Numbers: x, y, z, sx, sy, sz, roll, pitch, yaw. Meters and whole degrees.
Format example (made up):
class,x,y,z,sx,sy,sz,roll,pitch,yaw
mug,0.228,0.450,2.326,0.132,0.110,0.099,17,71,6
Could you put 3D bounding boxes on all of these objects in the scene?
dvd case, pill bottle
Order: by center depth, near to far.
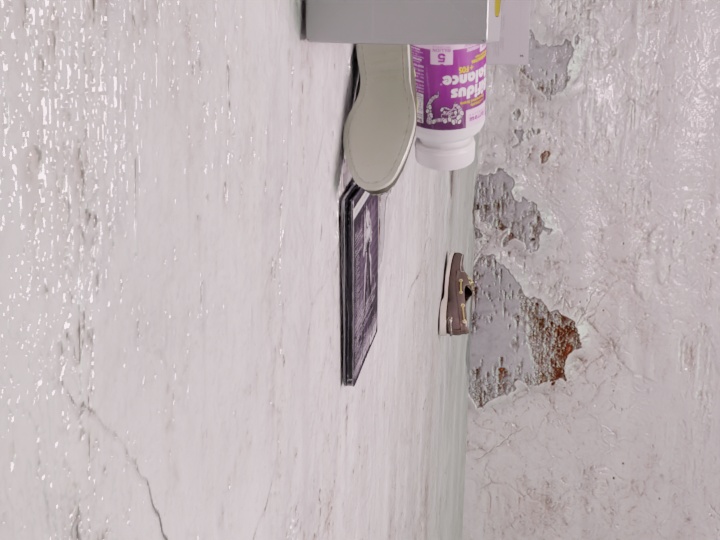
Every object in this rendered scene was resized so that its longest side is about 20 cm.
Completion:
class,x,y,z,sx,sy,sz,roll,pitch,yaw
dvd case,0.000,0.000,1.271,0.149,0.016,0.203,-62,154,-67
pill bottle,0.112,-0.241,1.603,0.113,0.111,0.202,-72,162,-58

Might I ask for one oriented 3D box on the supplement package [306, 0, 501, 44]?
class,x,y,z,sx,sy,sz,roll,pitch,yaw
supplement package,0.044,-0.272,1.030,0.200,0.149,0.154,-49,141,-76

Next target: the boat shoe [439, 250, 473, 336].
class,x,y,z,sx,sy,sz,roll,pitch,yaw
boat shoe,0.193,0.045,2.377,0.072,0.059,0.202,82,14,-48

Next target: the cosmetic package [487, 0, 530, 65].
class,x,y,z,sx,sy,sz,roll,pitch,yaw
cosmetic package,0.227,-0.465,2.137,0.052,0.149,0.202,-75,165,-52

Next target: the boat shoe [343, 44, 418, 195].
class,x,y,z,sx,sy,sz,roll,pitch,yaw
boat shoe,0.025,-0.159,1.198,0.060,0.071,0.204,66,24,-61
